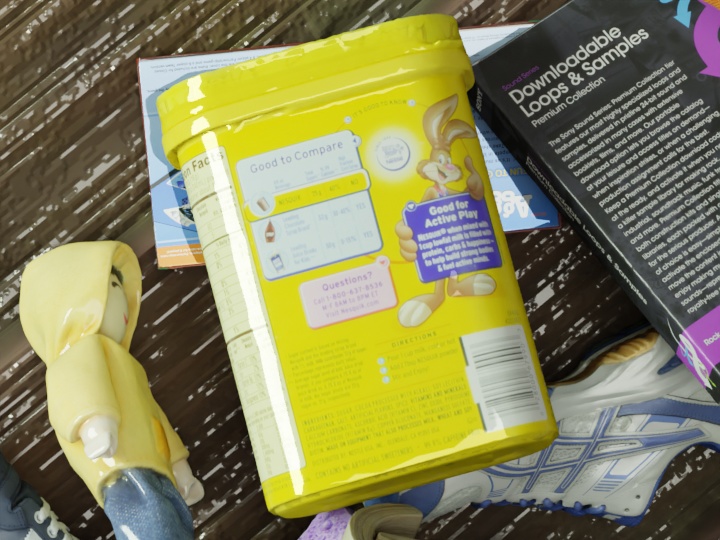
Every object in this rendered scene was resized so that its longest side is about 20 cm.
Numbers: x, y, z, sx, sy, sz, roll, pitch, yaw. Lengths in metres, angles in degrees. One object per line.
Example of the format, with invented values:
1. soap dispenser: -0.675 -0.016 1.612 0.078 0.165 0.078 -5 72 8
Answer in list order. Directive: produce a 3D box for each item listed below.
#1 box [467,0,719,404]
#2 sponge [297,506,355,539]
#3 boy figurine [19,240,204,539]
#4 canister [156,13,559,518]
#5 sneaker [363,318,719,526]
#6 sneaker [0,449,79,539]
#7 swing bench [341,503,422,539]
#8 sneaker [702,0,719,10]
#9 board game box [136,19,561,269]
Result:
1. box: 0.163 -0.054 1.368 0.143 0.036 0.200 -33 73 -15
2. sponge: -0.037 0.215 1.385 0.200 0.030 0.111 -52 135 -1
3. boy figurine: -0.106 0.078 1.361 0.064 0.124 0.201 -26 63 10
4. canister: 0.000 0.000 1.331 0.148 0.087 0.201 -15 80 2
5. sneaker: 0.101 0.093 1.400 0.199 0.075 0.089 -24 96 -4
6. sneaker: -0.138 0.147 1.378 0.108 0.070 0.201 -13 101 -1
7. swing bench: 0.033 0.229 1.334 0.199 0.130 0.200 20 102 -23
8. sneaker: 0.217 -0.127 1.343 0.199 0.077 0.073 18 134 -14
9. board game box: -0.005 -0.061 1.407 0.199 0.019 0.104 -6 92 -6
